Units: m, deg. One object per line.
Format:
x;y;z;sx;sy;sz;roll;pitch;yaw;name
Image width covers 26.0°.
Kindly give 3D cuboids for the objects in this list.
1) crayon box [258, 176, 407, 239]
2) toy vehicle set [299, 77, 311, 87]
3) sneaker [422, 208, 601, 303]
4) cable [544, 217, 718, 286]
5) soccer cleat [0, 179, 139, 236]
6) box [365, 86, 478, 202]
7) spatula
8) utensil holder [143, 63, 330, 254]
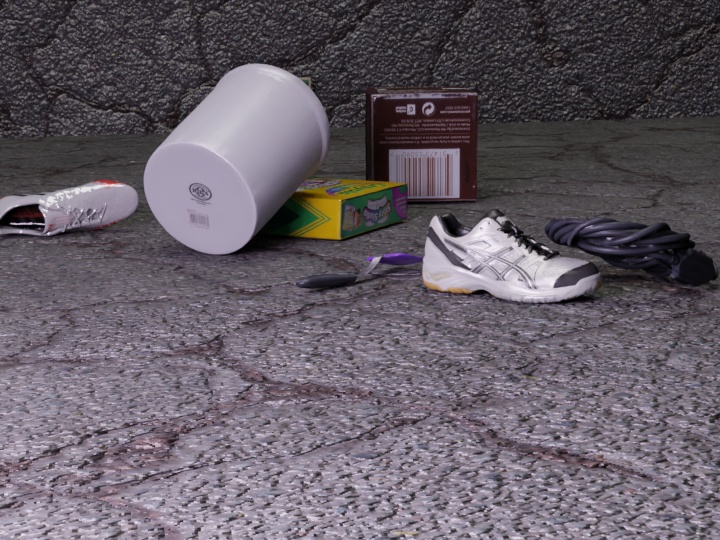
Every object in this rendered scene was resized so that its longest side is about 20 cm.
-0.055;-0.087;2.103;0.171;0.059;0.200;4;11;27;crayon box
-0.212;-0.385;3.630;0.199;0.125;0.026;-5;10;-19;toy vehicle set
0.152;-0.018;1.605;0.199;0.088;0.076;6;10;27;sneaker
0.273;-0.031;1.622;0.163;0.051;0.199;17;1;42;cable
-0.396;-0.078;2.087;0.198;0.069;0.085;-5;19;-5;soccer cleat
0.092;-0.199;2.416;0.165;0.166;0.200;-1;10;-3;box
0.000;0.000;1.703;0.056;0.021;0.199;-9;5;41;spatula
-0.153;-0.139;1.933;0.169;0.171;0.200;4;33;26;utensil holder
